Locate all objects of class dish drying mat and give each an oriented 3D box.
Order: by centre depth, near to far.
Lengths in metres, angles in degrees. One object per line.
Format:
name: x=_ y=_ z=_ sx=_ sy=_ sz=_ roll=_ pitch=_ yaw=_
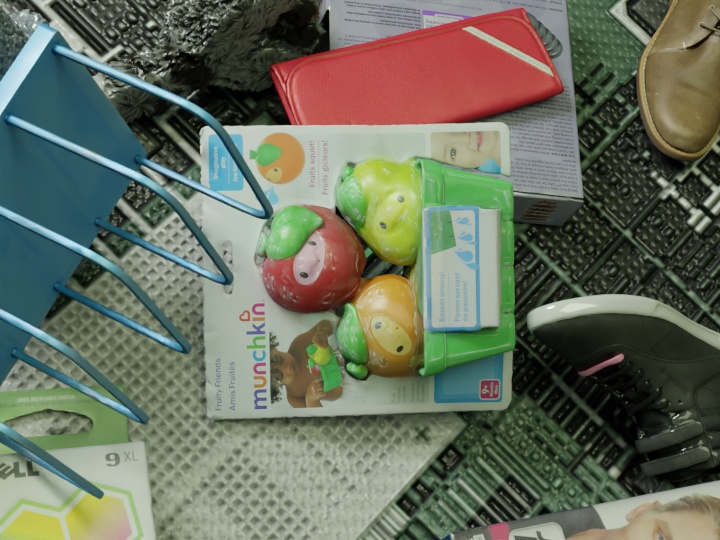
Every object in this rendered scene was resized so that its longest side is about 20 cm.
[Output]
dish drying mat: x=0.041 y=-0.131 z=0.986 sx=0.199 sy=0.018 sz=0.077 roll=-16 pitch=74 yaw=-21

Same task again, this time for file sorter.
file sorter: x=-0.154 y=0.002 z=0.773 sx=0.122 sy=0.139 sz=0.201 roll=24 pitch=74 yaw=22

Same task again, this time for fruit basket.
fruit basket: x=0.000 y=0.000 z=0.906 sx=0.198 sy=0.094 sz=0.187 roll=-1 pitch=92 yaw=-12

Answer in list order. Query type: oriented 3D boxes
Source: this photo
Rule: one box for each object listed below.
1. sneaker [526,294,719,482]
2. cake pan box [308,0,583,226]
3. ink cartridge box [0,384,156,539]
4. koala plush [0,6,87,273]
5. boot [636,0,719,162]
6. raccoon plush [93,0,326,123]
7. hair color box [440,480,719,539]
sneaker: x=0.189 y=0.082 z=0.936 sx=0.199 sy=0.070 sz=0.100 roll=20 pitch=61 yaw=-36
cake pan box: x=0.058 y=-0.131 z=1.028 sx=0.198 sy=0.052 sz=0.186 roll=4 pitch=65 yaw=-15
ink cartridge box: x=-0.173 y=0.156 z=0.831 sx=0.103 sy=0.059 sz=0.202 roll=-3 pitch=68 yaw=-17
koala plush: x=-0.250 y=-0.098 z=0.839 sx=0.182 sy=0.200 sz=0.179 roll=-5 pitch=69 yaw=-18
boot: x=0.265 y=-0.178 z=1.095 sx=0.073 sy=0.076 sz=0.201 roll=22 pitch=64 yaw=-8
raccoon plush: x=-0.118 y=-0.195 z=0.983 sx=0.198 sy=0.097 sz=0.135 roll=-17 pitch=58 yaw=-19
hair color box: x=0.150 y=0.202 z=0.905 sx=0.198 sy=0.061 sz=0.101 roll=-7 pitch=70 yaw=-20
